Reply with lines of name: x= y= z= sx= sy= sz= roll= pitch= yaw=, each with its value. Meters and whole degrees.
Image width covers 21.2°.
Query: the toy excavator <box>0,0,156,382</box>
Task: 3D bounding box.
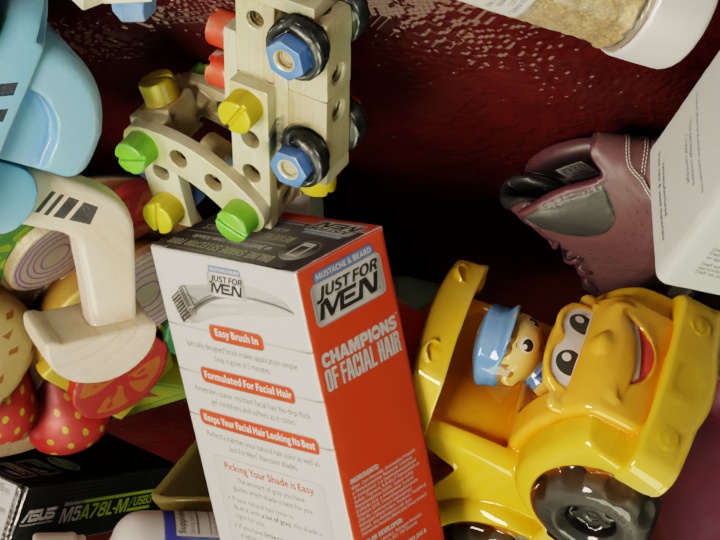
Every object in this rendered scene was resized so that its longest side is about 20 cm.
toy excavator: x=-0.157 y=-0.049 z=0.880 sx=0.199 sy=0.100 sz=0.195 roll=14 pitch=109 yaw=-35

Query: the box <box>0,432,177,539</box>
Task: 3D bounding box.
box: x=-0.237 y=0.106 z=1.171 sx=0.199 sy=0.048 sz=0.193 roll=21 pitch=-172 yaw=22

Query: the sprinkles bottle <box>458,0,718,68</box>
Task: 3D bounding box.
sprinkles bottle: x=0.047 y=-0.141 z=0.779 sx=0.199 sy=0.069 sz=0.068 roll=15 pitch=152 yaw=-19

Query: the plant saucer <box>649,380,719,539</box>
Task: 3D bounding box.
plant saucer: x=0.208 y=0.147 z=1.170 sx=0.200 sy=0.201 sz=0.051 roll=17 pitch=151 yaw=-22

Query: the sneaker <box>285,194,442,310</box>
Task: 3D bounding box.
sneaker: x=0.000 y=0.000 z=1.075 sx=0.118 sy=0.074 sz=0.201 roll=-8 pitch=146 yaw=-6

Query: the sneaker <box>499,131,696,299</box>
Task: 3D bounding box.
sneaker: x=0.123 y=-0.014 z=1.026 sx=0.115 sy=0.076 sz=0.200 roll=13 pitch=142 yaw=-4

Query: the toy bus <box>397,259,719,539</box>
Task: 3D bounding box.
toy bus: x=0.060 y=0.061 z=0.990 sx=0.192 sy=0.136 sz=0.200 roll=34 pitch=143 yaw=-10

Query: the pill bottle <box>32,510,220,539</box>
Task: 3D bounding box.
pill bottle: x=-0.083 y=0.190 z=1.064 sx=0.199 sy=0.113 sz=0.112 roll=3 pitch=154 yaw=-10

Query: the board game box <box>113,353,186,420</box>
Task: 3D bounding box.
board game box: x=-0.197 y=0.050 z=1.140 sx=0.101 sy=0.048 sz=0.200 roll=-19 pitch=159 yaw=36

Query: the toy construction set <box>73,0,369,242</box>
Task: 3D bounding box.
toy construction set: x=-0.066 y=-0.093 z=0.883 sx=0.131 sy=0.092 sz=0.200 roll=23 pitch=152 yaw=22

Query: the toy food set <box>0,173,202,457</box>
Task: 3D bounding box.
toy food set: x=-0.158 y=0.029 z=1.022 sx=0.198 sy=0.049 sz=0.200 roll=-46 pitch=148 yaw=4

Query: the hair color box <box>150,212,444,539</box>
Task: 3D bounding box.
hair color box: x=-0.027 y=0.075 z=0.949 sx=0.111 sy=0.064 sz=0.201 roll=10 pitch=120 yaw=46

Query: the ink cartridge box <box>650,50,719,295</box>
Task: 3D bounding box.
ink cartridge box: x=0.233 y=-0.067 z=0.845 sx=0.146 sy=0.083 sz=0.200 roll=12 pitch=143 yaw=-13

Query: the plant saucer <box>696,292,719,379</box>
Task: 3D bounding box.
plant saucer: x=0.270 y=0.040 z=1.075 sx=0.199 sy=0.036 sz=0.200 roll=13 pitch=166 yaw=3

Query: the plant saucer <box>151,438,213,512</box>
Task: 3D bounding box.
plant saucer: x=-0.006 y=0.125 z=1.201 sx=0.199 sy=0.049 sz=0.200 roll=-2 pitch=-164 yaw=13
